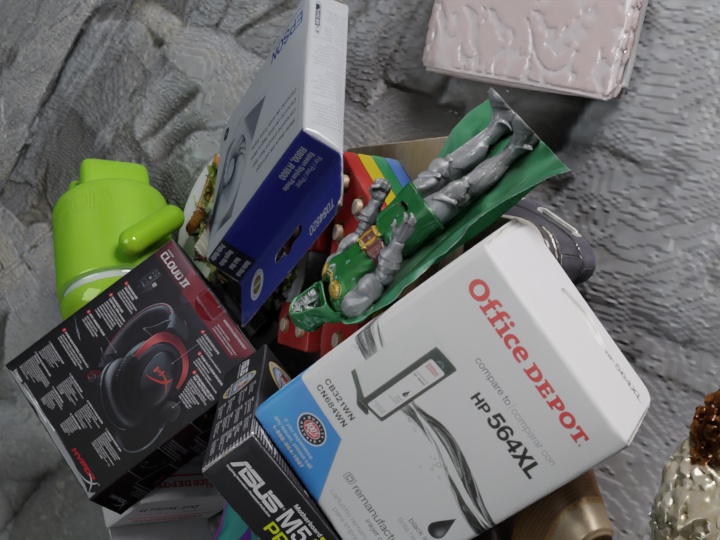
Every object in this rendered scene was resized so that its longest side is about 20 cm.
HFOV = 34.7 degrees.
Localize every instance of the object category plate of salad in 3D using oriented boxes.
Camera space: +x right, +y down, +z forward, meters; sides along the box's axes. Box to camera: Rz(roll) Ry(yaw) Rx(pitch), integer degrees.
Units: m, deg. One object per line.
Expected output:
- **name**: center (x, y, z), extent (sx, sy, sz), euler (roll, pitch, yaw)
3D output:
- **plate of salad**: center (-0.120, -0.020, 1.067), extent (0.199, 0.048, 0.201), euler (-7, 81, 45)

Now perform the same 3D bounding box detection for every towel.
- **towel**: center (0.134, -0.231, 0.833), extent (0.191, 0.032, 0.201), euler (21, 102, 44)

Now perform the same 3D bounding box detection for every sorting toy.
- **sorting toy**: center (0.000, 0.000, 0.876), extent (0.199, 0.069, 0.201), euler (-172, 89, -67)

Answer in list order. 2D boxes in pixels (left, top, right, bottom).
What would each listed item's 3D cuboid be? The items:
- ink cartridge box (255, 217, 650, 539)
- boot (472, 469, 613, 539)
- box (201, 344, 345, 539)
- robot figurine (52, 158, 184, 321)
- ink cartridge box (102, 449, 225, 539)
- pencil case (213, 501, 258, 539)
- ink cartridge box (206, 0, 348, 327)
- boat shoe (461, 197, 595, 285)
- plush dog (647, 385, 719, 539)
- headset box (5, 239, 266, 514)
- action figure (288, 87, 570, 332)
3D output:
- **ink cartridge box**: center (0.057, 0.085, 0.728), extent (0.200, 0.084, 0.146), euler (-38, 86, 27)
- **boot**: center (0.088, 0.179, 0.829), extent (0.200, 0.072, 0.167), euler (-56, 41, 26)
- **box**: center (-0.041, 0.153, 0.828), extent (0.044, 0.200, 0.160), euler (-35, 101, 5)
- **robot figurine**: center (-0.242, -0.009, 1.135), extent (0.175, 0.115, 0.201), euler (-43, 50, 47)
- **ink cartridge box**: center (-0.181, 0.167, 1.061), extent (0.067, 0.117, 0.201), euler (-38, 60, 38)
- **pencil case**: center (-0.092, 0.229, 0.934), extent (0.085, 0.092, 0.201), euler (100, -173, -62)
- **ink cartridge box**: center (-0.069, -0.086, 0.923), extent (0.200, 0.040, 0.201), euler (-48, 34, 48)
- **boat shoe**: center (0.095, -0.026, 0.831), extent (0.200, 0.062, 0.073), euler (-144, 58, -62)
- **plush dog**: center (0.216, 0.129, 0.609), extent (0.160, 0.171, 0.201), euler (-4, 84, 46)
- **headset box**: center (-0.174, 0.084, 0.982), extent (0.200, 0.075, 0.149), euler (-38, 68, -5)
- **action figure**: center (0.031, -0.029, 0.746), extent (0.200, 0.055, 0.118), euler (-44, 30, 9)
